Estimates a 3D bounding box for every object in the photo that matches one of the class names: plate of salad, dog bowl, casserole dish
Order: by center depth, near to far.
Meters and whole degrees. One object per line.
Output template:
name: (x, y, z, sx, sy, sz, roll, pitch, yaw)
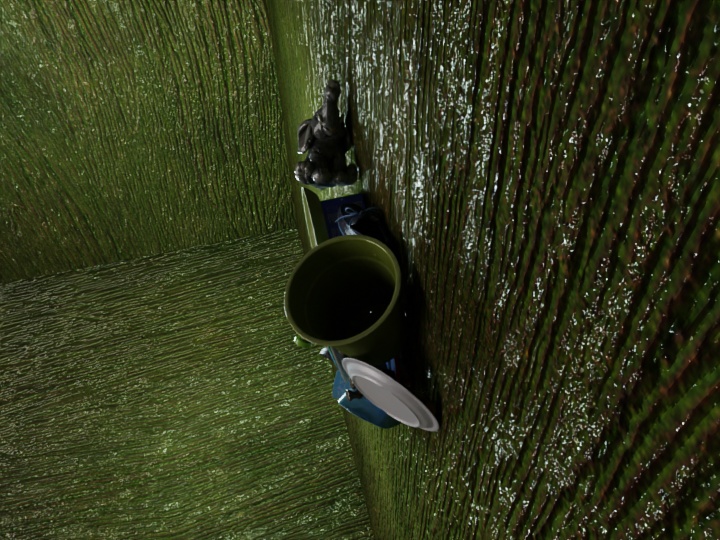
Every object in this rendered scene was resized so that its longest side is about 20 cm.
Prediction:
plate of salad: (0.055, 0.206, 1.131, 0.200, 0.048, 0.200, 33, 159, 14)
casserole dish: (0.029, 0.280, 1.379, 0.039, 0.121, 0.200, -65, -20, 2)
dog bowl: (-0.010, 0.211, 1.551, 0.111, 0.049, 0.200, 59, -131, -73)

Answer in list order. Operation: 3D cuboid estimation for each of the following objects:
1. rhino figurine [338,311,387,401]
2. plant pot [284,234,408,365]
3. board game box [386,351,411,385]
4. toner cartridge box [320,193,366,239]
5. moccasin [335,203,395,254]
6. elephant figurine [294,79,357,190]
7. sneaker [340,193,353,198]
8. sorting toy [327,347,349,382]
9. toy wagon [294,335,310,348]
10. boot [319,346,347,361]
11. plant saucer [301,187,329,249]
rhino figurine: (0.005, 0.143, 1.260, 0.060, 0.087, 0.200, 150, 113, -66)
plant pot: (-0.001, 0.073, 1.126, 0.190, 0.200, 0.200, 56, -167, -54)
board game box: (0.072, 0.179, 1.283, 0.200, 0.039, 0.158, 90, 172, -47)
toner cartridge box: (-0.019, -0.058, 1.373, 0.043, 0.095, 0.200, 97, 161, -67)
moccasin: (0.017, -0.079, 1.213, 0.200, 0.080, 0.068, 50, 150, 45)
elephant figurine: (-0.070, -0.281, 1.400, 0.141, 0.155, 0.200, -1, -90, -55)
sneaker: (-0.030, -0.077, 1.484, 0.084, 0.074, 0.200, 33, 122, 37)
sorting toy: (-0.076, 0.125, 1.447, 0.200, 0.036, 0.185, -115, 5, -50)
toy wagon: (-0.080, 0.071, 1.252, 0.200, 0.040, 0.155, -98, 31, -77)
boot: (-0.037, 0.160, 1.624, 0.200, 0.070, 0.132, 44, -110, -83)
plant saucer: (-0.089, -0.079, 1.382, 0.200, 0.031, 0.200, 167, 90, -83)
